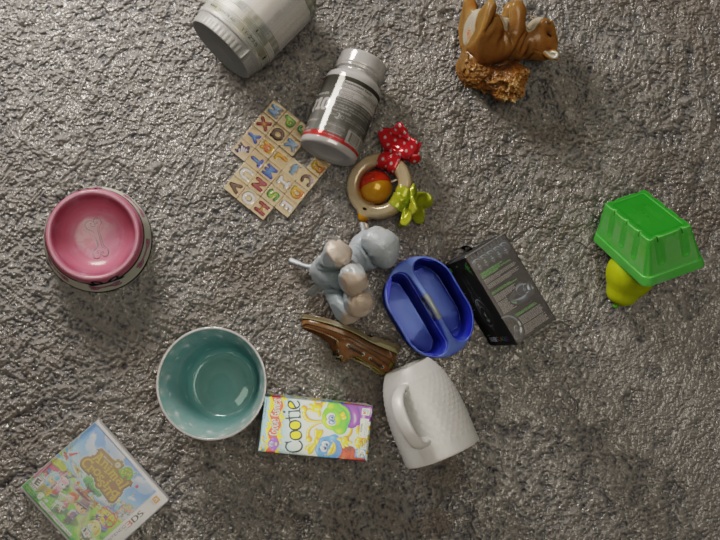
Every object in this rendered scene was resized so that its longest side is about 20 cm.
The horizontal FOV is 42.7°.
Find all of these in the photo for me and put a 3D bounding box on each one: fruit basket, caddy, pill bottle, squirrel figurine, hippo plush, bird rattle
[{"bbox_3d":[0.551,-0.025,1.799,0.155,0.216,0.216,-19,88,-9],"label":"fruit basket"},{"bbox_3d":[0.127,0.070,1.751,0.141,0.105,0.200,-32,90,-10],"label":"caddy"},{"bbox_3d":[-0.029,-0.312,1.755,0.114,0.114,0.200,22,78,-6],"label":"pill bottle"},{"bbox_3d":[0.293,-0.432,1.821,0.186,0.142,0.200,10,98,-18],"label":"squirrel figurine"},{"bbox_3d":[0.000,0.000,1.721,0.161,0.200,0.160,-29,94,-28],"label":"hippo plush"},{"bbox_3d":[0.050,-0.175,1.768,0.163,0.113,0.200,-17,85,9],"label":"bird rattle"}]

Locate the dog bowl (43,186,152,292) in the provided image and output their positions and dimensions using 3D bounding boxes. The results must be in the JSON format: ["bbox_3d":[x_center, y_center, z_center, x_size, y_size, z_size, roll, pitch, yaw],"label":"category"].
[{"bbox_3d":[-0.487,-0.061,1.692,0.200,0.074,0.201,1,85,-9],"label":"dog bowl"}]

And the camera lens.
[{"bbox_3d":[-0.194,-0.482,1.725,0.160,0.160,0.200,43,81,-3],"label":"camera lens"}]

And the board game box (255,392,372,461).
[{"bbox_3d":[-0.087,0.289,1.704,0.199,0.103,0.105,7,84,-8],"label":"board game box"}]

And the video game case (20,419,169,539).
[{"bbox_3d":[-0.482,0.406,1.679,0.182,0.022,0.200,-41,92,-9],"label":"video game case"}]

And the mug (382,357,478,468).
[{"bbox_3d":[0.110,0.261,1.690,0.147,0.200,0.176,-24,86,21],"label":"mug"}]

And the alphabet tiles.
[{"bbox_3d":[-0.165,-0.205,1.783,0.167,0.008,0.200,39,81,-4],"label":"alphabet tiles"}]

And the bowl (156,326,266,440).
[{"bbox_3d":[-0.259,0.207,1.674,0.200,0.105,0.201,-1,81,6],"label":"bowl"}]

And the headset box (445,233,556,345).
[{"bbox_3d":[0.255,0.033,1.738,0.093,0.174,0.200,-31,91,-10],"label":"headset box"}]

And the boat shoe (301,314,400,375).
[{"bbox_3d":[-0.025,0.142,1.741,0.200,0.072,0.068,21,83,-5],"label":"boat shoe"}]
